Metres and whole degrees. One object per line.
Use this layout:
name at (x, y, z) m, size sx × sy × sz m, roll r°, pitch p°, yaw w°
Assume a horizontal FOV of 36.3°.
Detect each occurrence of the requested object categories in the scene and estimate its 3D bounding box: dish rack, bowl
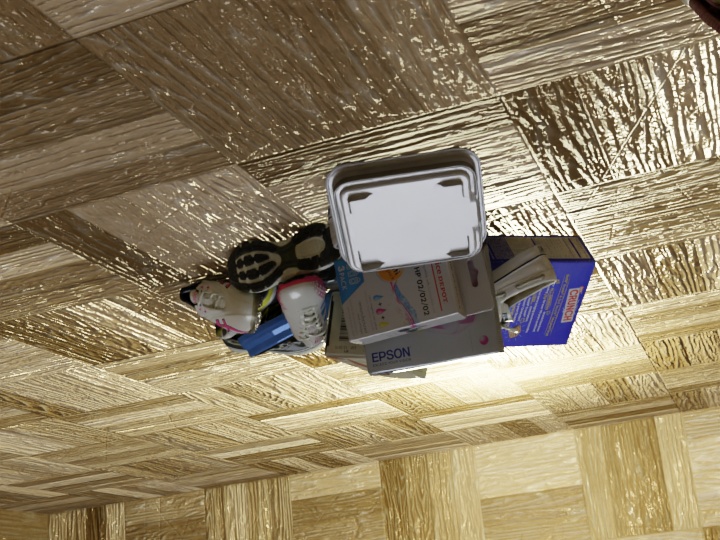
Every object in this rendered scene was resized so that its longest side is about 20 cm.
dish rack at (0.061, -0.066, 1.385) m, size 0.196 × 0.044 × 0.174 m, roll -8°, pitch 132°, yaw 4°
bowl at (-0.102, 0.083, 1.766) m, size 0.198 × 0.040 × 0.201 m, roll -26°, pitch 177°, yaw -1°

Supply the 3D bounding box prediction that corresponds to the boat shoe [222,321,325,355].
boat shoe at (-0.148, 0.110, 1.911) m, size 0.196 × 0.072 × 0.064 m, roll -6°, pitch 163°, yaw 5°

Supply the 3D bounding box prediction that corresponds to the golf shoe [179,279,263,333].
golf shoe at (-0.209, 0.053, 1.643) m, size 0.090 × 0.074 × 0.199 m, roll 6°, pitch 180°, yaw -27°

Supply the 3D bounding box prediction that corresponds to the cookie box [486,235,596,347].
cookie box at (0.239, 0.033, 1.683) m, size 0.196 × 0.076 × 0.173 m, roll 0°, pitch 128°, yaw -16°

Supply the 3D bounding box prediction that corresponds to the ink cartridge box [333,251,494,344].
ink cartridge box at (0.073, 0.020, 1.494) m, size 0.196 × 0.117 × 0.068 m, roll -16°, pitch 169°, yaw 13°

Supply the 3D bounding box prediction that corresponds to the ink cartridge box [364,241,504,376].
ink cartridge box at (0.091, 0.033, 1.544) m, size 0.193 × 0.204 × 0.043 m, roll -12°, pitch 171°, yaw 16°

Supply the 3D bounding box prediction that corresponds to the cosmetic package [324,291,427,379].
cosmetic package at (0.031, 0.102, 1.694) m, size 0.086 × 0.106 × 0.199 m, roll 0°, pitch 165°, yaw 28°

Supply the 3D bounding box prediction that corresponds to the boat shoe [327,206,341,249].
boat shoe at (0.055, -0.066, 1.461) m, size 0.196 × 0.067 × 0.074 m, roll -9°, pitch 161°, yaw 9°

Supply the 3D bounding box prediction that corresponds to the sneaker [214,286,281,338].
sneaker at (-0.169, 0.062, 1.755) m, size 0.083 × 0.076 × 0.199 m, roll 6°, pitch 158°, yaw -34°

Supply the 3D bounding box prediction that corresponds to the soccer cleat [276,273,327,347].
soccer cleat at (-0.074, 0.061, 1.563) m, size 0.069 × 0.088 × 0.200 m, roll -15°, pitch 169°, yaw -1°

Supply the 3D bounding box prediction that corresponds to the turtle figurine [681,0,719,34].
turtle figurine at (0.304, -0.284, 0.884) m, size 0.143 × 0.202 × 0.194 m, roll -35°, pitch 174°, yaw 15°

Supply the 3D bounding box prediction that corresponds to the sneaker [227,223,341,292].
sneaker at (-0.100, -0.011, 1.577) m, size 0.197 × 0.079 × 0.088 m, roll -12°, pitch 169°, yaw 25°

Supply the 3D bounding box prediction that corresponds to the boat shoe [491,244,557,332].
boat shoe at (0.195, 0.054, 1.571) m, size 0.200 × 0.087 × 0.075 m, roll -33°, pitch 163°, yaw 7°

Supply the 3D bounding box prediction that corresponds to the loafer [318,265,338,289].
loafer at (0.000, 0.000, 1.636) m, size 0.196 × 0.073 × 0.063 m, roll 2°, pitch 162°, yaw 8°
